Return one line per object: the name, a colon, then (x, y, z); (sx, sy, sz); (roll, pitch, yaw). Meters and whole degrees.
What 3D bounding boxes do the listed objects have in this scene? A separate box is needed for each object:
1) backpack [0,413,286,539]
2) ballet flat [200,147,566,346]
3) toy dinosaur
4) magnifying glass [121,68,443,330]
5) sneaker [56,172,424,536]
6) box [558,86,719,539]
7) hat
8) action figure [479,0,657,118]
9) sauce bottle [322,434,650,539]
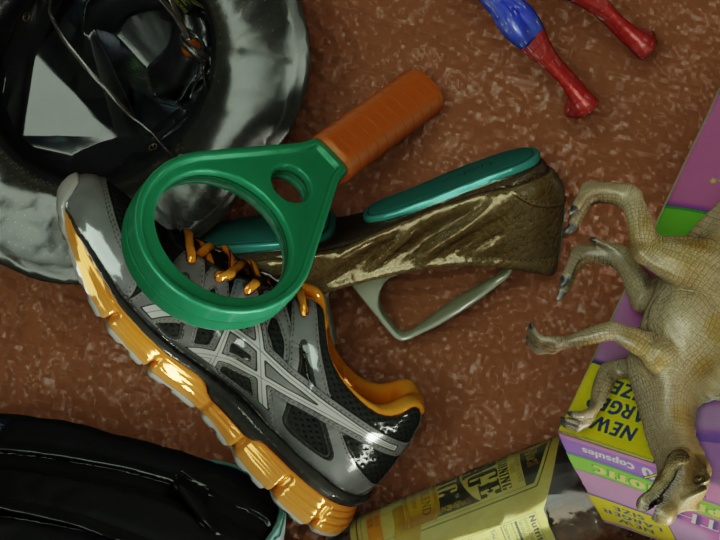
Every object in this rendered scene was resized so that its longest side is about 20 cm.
backpack: (-0.132, 0.148, 1.089); (0.199, 0.176, 0.154); (0, 104, 10)
ballet flat: (0.000, 0.000, 1.134); (0.199, 0.068, 0.073); (-13, 104, 6)
toy dinosaur: (0.129, 0.005, 0.978); (0.101, 0.058, 0.201); (19, 75, 12)
magnifying glass: (-0.028, -0.038, 1.084); (0.080, 0.200, 0.022); (46, 139, 6)
sneaker: (-0.054, 0.024, 1.083); (0.077, 0.078, 0.200); (-42, 108, 8)
box: (0.207, 0.027, 1.016); (0.175, 0.097, 0.200); (18, 69, 27)
hat: (-0.121, -0.096, 1.143); (0.200, 0.081, 0.201); (0, 96, 0)
action figure: (0.043, -0.162, 1.134); (0.065, 0.099, 0.200); (-44, 102, 2)
sauce bottle: (0.083, 0.110, 1.106); (0.199, 0.066, 0.066); (-23, 83, 6)
